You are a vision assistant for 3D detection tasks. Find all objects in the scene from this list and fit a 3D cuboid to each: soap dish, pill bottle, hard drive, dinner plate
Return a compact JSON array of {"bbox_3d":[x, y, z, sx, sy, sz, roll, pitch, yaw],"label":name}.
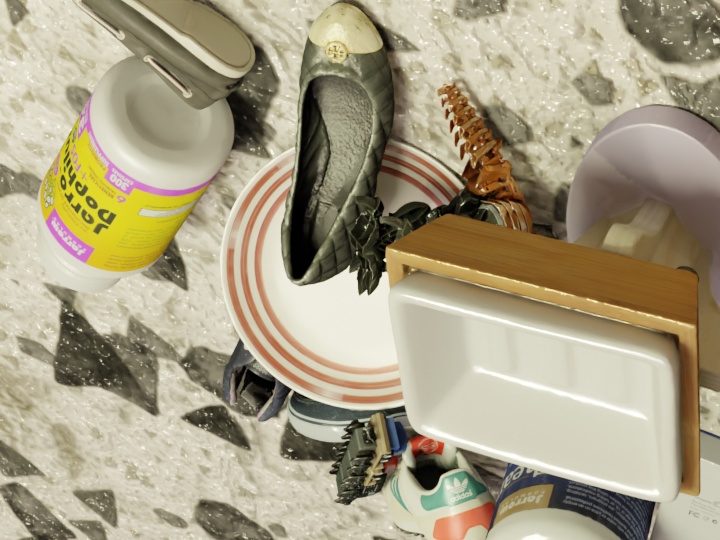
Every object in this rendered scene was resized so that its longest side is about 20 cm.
[{"bbox_3d":[0.119,0.051,1.434,0.199,0.081,0.158,15,141,22],"label":"soap dish"},{"bbox_3d":[0.146,0.185,1.646,0.110,0.200,0.111,9,130,11],"label":"pill bottle"},{"bbox_3d":[0.268,0.199,1.630,0.131,0.025,0.201,22,141,12],"label":"hard drive"},{"bbox_3d":[0.000,0.000,1.637,0.199,0.024,0.201,4,109,11],"label":"dinner plate"},{"bbox_3d":[-0.170,-0.062,1.677,0.104,0.104,0.200,34,142,-4],"label":"pill bottle"}]

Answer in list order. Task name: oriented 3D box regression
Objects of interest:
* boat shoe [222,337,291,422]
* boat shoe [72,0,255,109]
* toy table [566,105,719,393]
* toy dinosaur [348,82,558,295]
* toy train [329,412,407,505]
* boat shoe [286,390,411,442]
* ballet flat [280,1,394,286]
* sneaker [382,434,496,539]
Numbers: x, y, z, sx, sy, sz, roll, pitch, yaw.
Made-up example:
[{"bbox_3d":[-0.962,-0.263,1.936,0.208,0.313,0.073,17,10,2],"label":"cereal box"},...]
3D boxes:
[{"bbox_3d":[-0.045,0.032,1.704,0.074,0.093,0.200,27,141,6],"label":"boat shoe"},{"bbox_3d":[-0.163,-0.180,1.568,0.200,0.067,0.057,38,126,-13],"label":"boat shoe"},{"bbox_3d":[0.177,0.005,1.508,0.183,0.117,0.201,10,139,25],"label":"toy table"},{"bbox_3d":[0.068,-0.022,1.568,0.102,0.135,0.201,166,88,-72],"label":"toy dinosaur"},{"bbox_3d":[0.006,0.141,1.726,0.045,0.034,0.200,-9,165,-7],"label":"toy train"},{"bbox_3d":[0.018,0.068,1.730,0.199,0.071,0.091,-8,124,33],"label":"boat shoe"},{"bbox_3d":[-0.017,-0.081,1.559,0.066,0.057,0.201,14,118,17],"label":"ballet flat"},{"bbox_3d":[0.059,0.156,1.754,0.200,0.070,0.094,-134,28,-71],"label":"sneaker"}]
